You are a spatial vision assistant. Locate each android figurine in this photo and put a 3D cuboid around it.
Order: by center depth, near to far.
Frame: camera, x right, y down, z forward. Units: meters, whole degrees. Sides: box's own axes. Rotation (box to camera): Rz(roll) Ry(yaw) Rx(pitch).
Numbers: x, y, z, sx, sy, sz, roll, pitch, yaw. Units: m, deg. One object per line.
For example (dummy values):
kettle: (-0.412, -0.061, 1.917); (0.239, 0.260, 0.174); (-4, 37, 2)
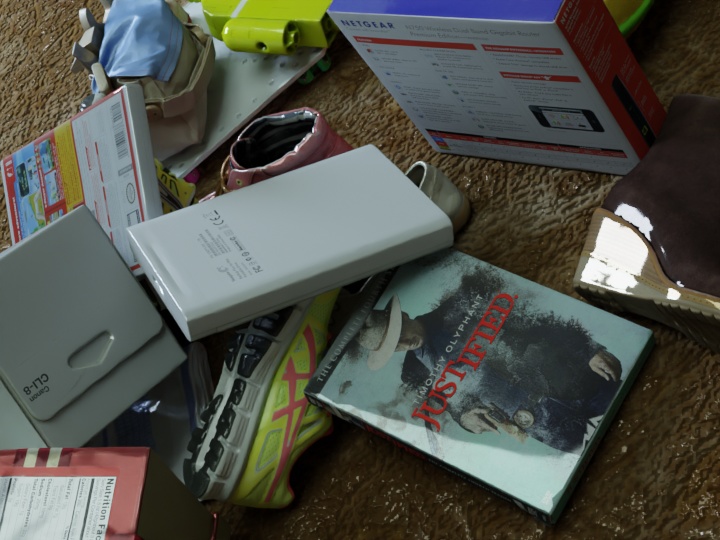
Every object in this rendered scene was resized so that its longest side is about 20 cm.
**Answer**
android figurine: (-0.064, -0.258, 1.260); (0.199, 0.041, 0.182); (11, 51, 26)

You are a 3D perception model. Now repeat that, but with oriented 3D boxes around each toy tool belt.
toy tool belt: (-0.200, -0.202, 1.250); (0.124, 0.123, 0.201); (-23, 49, 19)

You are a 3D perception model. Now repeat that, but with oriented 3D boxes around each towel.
towel: (-0.197, 0.152, 1.098); (0.199, 0.024, 0.147); (-29, 46, 15)

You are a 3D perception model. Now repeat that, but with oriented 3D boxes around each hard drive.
hard drive: (-0.052, -0.024, 0.982); (0.199, 0.026, 0.132); (-20, 37, -18)

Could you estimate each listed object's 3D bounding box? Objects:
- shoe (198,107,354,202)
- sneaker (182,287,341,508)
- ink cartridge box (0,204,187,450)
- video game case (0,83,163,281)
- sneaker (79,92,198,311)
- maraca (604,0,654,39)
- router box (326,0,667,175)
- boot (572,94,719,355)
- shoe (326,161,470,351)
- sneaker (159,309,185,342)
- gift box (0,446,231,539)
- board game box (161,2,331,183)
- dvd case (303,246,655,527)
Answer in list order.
shoe: (-0.095, -0.069, 1.140); (0.199, 0.091, 0.072); (-20, 49, 22)
sneaker: (-0.052, 0.081, 1.001); (0.078, 0.090, 0.201); (15, 79, 64)
ink cartridge box: (-0.263, 0.067, 1.044); (0.200, 0.145, 0.145); (-23, 14, 45)
video game case: (-0.222, -0.048, 1.095); (0.199, 0.017, 0.144); (-19, 78, 45)
sneaker: (-0.176, -0.060, 1.129); (0.076, 0.075, 0.201); (-20, 70, -15)
maraca: (0.174, -0.238, 1.067); (0.137, 0.107, 0.200); (24, 68, 28)
router box: (0.102, -0.146, 0.998); (0.199, 0.180, 0.049); (12, 67, 39)
boot: (0.243, -0.035, 0.895); (0.200, 0.072, 0.167); (21, 75, 46)
shoe: (0.000, 0.000, 1.051); (0.200, 0.053, 0.070); (-48, 45, -5)
sneaker: (-0.223, 0.042, 1.162); (0.199, 0.071, 0.083); (-10, 48, 25)
gift box: (-0.203, 0.221, 0.934); (0.199, 0.187, 0.185); (1, 60, 17)
board game box: (-0.142, -0.183, 1.302); (0.200, 0.026, 0.200); (-40, 46, 3)
dvd case: (0.078, 0.066, 0.937); (0.199, 0.022, 0.146); (24, 70, 30)
